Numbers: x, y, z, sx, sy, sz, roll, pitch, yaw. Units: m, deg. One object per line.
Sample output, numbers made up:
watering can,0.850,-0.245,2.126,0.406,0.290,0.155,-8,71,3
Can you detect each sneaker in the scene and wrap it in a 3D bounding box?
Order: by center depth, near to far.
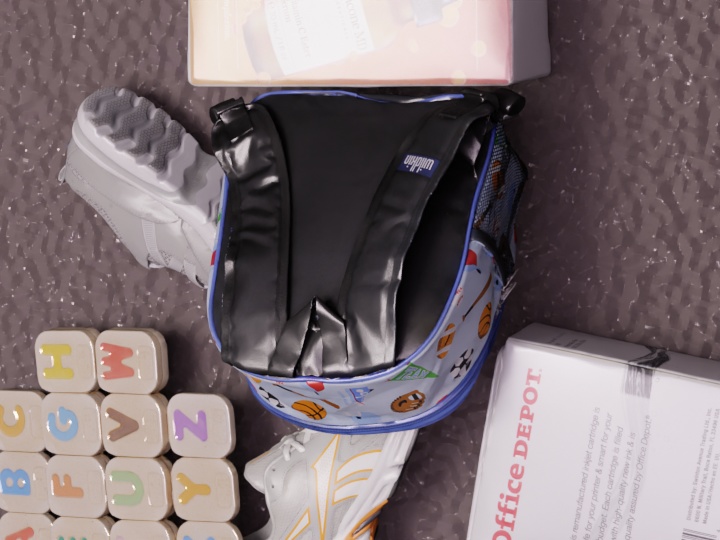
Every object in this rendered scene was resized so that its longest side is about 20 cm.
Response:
sneaker,-0.020,0.116,1.775,0.092,0.076,0.201,23,102,0
sneaker,-0.102,-0.027,1.803,0.200,0.075,0.082,42,135,5

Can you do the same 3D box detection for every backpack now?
backpack,0.000,0.000,1.685,0.199,0.154,0.191,0,55,27

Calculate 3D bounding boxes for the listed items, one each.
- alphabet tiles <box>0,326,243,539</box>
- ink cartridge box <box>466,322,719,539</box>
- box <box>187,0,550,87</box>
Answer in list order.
alphabet tiles,-0.157,0.136,1.826,0.195,0.015,0.201,1,98,34
ink cartridge box,0.175,0.122,1.722,0.199,0.084,0.147,13,100,14
box,0.006,-0.187,1.720,0.199,0.106,0.153,0,97,16
